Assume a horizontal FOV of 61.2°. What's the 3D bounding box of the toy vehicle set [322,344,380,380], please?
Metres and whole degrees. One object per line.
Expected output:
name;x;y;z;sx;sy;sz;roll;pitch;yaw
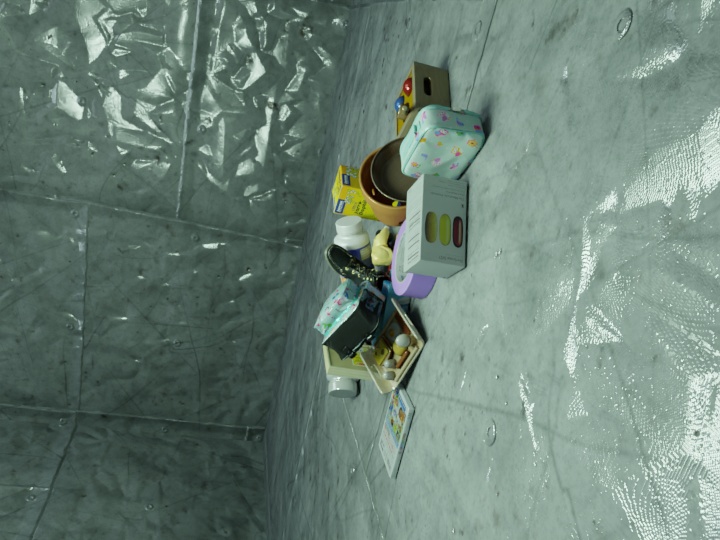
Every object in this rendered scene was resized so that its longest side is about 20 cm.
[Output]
toy vehicle set;-0.001;0.248;1.671;0.125;0.197;0.027;-104;27;-60

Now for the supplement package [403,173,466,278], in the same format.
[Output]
supplement package;0.169;-0.097;1.379;0.110;0.112;0.203;136;139;-69

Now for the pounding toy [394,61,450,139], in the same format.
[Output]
pounding toy;0.147;-0.428;1.609;0.185;0.140;0.203;122;154;-58

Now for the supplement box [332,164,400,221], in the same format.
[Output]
supplement box;0.021;-0.234;1.876;0.110;0.197;0.110;-97;21;-45

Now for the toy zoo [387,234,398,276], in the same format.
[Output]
toy zoo;0.112;-0.018;1.748;0.131;0.020;0.203;-120;41;-68

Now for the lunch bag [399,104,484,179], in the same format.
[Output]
lunch bag;0.177;-0.285;1.367;0.200;0.158;0.078;121;153;-58

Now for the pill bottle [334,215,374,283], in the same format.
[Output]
pill bottle;-0.021;-0.058;1.854;0.112;0.110;0.203;-111;9;-63

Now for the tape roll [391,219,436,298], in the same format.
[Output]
tape roll;0.140;-0.033;1.556;0.200;0.065;0.204;-170;90;-76

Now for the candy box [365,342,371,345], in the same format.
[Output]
candy box;-0.014;0.192;1.819;0.118;0.056;0.201;-107;-5;-46

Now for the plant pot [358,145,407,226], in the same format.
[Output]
plant pot;0.098;-0.211;1.615;0.141;0.196;0.203;83;-173;-62

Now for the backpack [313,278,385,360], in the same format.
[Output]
backpack;-0.022;0.114;1.595;0.178;0.150;0.200;-47;2;25

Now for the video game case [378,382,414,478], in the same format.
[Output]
video game case;0.091;0.409;1.578;0.143;0.018;0.203;-118;39;-68

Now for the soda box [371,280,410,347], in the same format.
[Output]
soda box;0.084;0.135;1.667;0.064;0.067;0.204;-150;69;-73

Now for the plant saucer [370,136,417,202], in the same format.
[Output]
plant saucer;0.125;-0.248;1.529;0.037;0.197;0.203;73;-164;-61

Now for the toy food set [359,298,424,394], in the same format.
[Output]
toy food set;0.073;0.194;1.554;0.202;0.060;0.144;-60;43;28

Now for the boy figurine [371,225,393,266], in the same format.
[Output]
boy figurine;0.065;-0.069;1.794;0.200;0.063;0.126;-88;11;-75

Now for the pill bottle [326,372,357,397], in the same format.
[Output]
pill bottle;-0.057;0.314;2.030;0.114;0.112;0.203;122;153;-57

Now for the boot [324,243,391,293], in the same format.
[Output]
boot;0.001;-0.001;1.733;0.074;0.204;0.153;-52;26;-18
